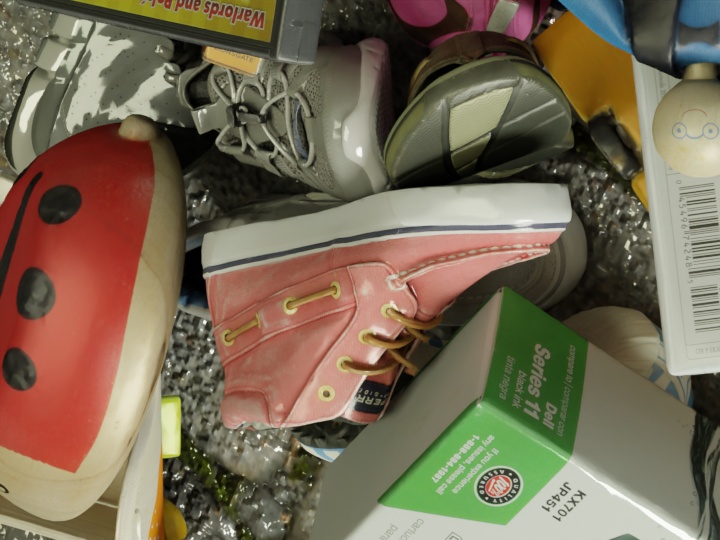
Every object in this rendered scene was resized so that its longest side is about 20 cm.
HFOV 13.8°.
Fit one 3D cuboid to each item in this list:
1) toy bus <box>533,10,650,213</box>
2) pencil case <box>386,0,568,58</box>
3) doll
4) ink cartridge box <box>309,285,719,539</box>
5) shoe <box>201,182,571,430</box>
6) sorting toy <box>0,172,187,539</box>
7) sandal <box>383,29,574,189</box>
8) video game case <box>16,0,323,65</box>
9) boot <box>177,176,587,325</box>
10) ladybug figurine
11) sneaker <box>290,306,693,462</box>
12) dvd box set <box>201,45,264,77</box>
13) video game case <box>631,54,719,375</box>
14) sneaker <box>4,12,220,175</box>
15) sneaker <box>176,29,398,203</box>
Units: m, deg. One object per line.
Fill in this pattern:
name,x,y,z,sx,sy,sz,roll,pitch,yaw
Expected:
toy bus,0.156,-0.035,1.255,0.065,0.078,0.201,-37,79,11
pencil case,0.046,-0.167,1.243,0.090,0.200,0.094,-3,63,5
doll,0.131,-0.138,1.179,0.135,0.048,0.202,-2,92,6
ink cartridge box,0.096,0.123,1.288,0.199,0.083,0.147,32,126,-14
shoe,0.012,0.018,1.262,0.199,0.071,0.092,-10,82,43
sorting toy,-0.158,0.046,1.508,0.199,0.107,0.181,12,102,33
sandal,0.047,-0.069,1.265,0.079,0.201,0.058,-18,86,4
video game case,-0.074,-0.191,1.268,0.199,0.025,0.182,17,100,49
boot,0.000,0.000,1.374,0.199,0.095,0.074,-3,101,36
ladybug figurine,-0.139,0.019,1.387,0.136,0.072,0.201,39,115,58
sneaker,0.057,0.065,1.357,0.199,0.072,0.073,-9,134,30
dvd box set,-0.024,-0.201,1.304,0.029,0.147,0.201,18,113,-9
video game case,0.201,-0.067,1.192,0.181,0.022,0.202,-7,85,16
sneaker,-0.088,-0.119,1.434,0.115,0.075,0.201,24,110,8
sneaker,-0.033,-0.064,1.325,0.200,0.081,0.075,-153,57,-75
